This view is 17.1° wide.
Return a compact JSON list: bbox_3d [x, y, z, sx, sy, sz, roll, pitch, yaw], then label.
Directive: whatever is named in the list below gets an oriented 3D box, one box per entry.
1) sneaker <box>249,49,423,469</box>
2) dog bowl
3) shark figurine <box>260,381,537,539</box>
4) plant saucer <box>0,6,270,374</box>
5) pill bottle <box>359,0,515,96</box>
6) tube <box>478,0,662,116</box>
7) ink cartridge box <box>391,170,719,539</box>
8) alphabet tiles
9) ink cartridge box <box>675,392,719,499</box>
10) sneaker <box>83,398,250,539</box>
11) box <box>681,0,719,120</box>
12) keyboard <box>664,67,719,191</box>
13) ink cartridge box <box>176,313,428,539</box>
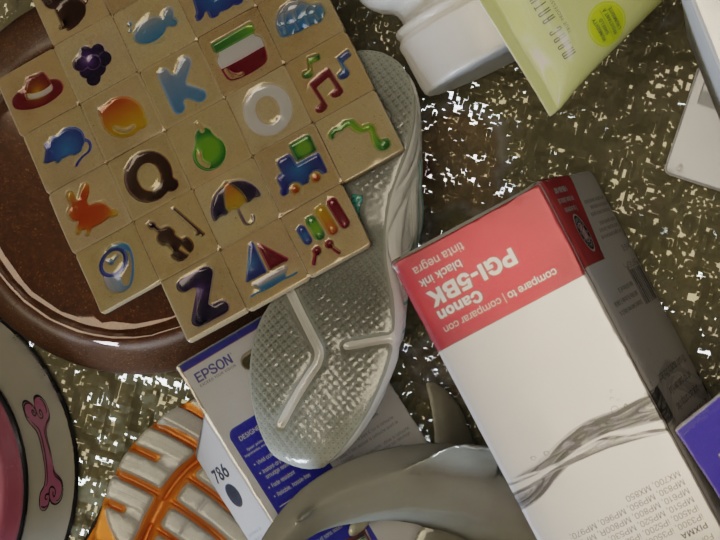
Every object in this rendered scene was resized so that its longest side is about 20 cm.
[{"bbox_3d":[0.000,0.000,1.158,0.070,0.080,0.200,10,81,17],"label":"sneaker"},{"bbox_3d":[-0.250,0.107,1.231,0.200,0.074,0.200,1,93,11],"label":"dog bowl"},{"bbox_3d":[0.021,0.109,1.120,0.214,0.089,0.128,-9,73,-31],"label":"shark figurine"},{"bbox_3d":[-0.120,-0.042,1.205,0.200,0.034,0.200,2,101,8],"label":"plant saucer"},{"bbox_3d":[0.030,-0.193,1.141,0.114,0.114,0.200,-26,88,11],"label":"pill bottle"},{"bbox_3d":[0.135,-0.157,1.104,0.200,0.052,0.058,-39,65,-23],"label":"tube"},{"bbox_3d":[0.108,0.061,1.121,0.083,0.147,0.200,-28,86,15],"label":"ink cartridge box"},{"bbox_3d":[-0.079,-0.075,1.150,0.166,0.006,0.200,-29,73,9],"label":"alphabet tiles"},{"bbox_3d":[0.266,0.102,1.078,0.198,0.043,0.200,-35,94,-28],"label":"ink cartridge box"},{"bbox_3d":[-0.105,0.139,1.207,0.078,0.077,0.200,39,81,2],"label":"sneaker"},{"bbox_3d":[0.229,-0.099,1.056,0.152,0.200,0.106,-22,84,8],"label":"box"},{"bbox_3d":[0.250,-0.043,1.160,0.200,0.011,0.056,19,101,10],"label":"keyboard"},{"bbox_3d":[-0.007,0.113,1.176,0.099,0.039,0.200,-29,86,-31],"label":"ink cartridge box"}]
